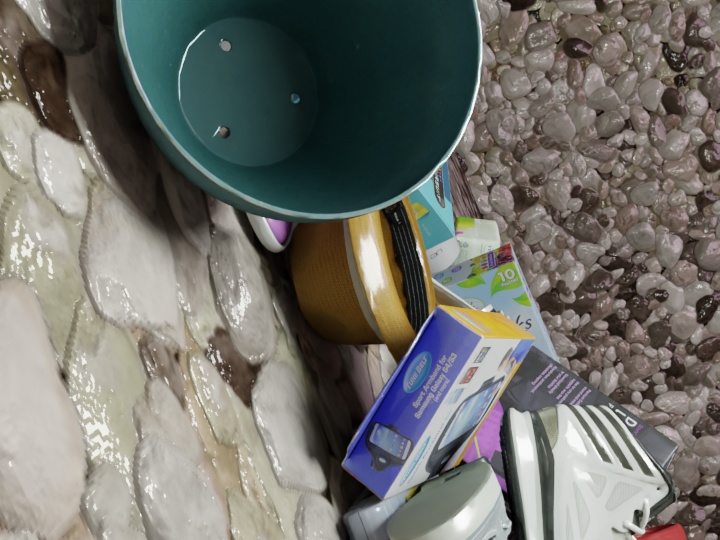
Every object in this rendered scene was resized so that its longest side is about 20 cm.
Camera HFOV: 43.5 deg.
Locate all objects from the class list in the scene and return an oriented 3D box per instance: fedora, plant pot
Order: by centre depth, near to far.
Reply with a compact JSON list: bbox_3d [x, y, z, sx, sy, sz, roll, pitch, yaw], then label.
[{"bbox_3d":[-0.048,-0.121,0.517,0.204,0.197,0.134,67,-23,-4],"label":"plant pot"},{"bbox_3d":[0.000,0.000,0.668,0.200,0.080,0.205,-16,91,-76],"label":"fedora"}]

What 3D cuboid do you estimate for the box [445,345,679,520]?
[{"bbox_3d":[0.143,0.137,0.747,0.199,0.142,0.037,35,-39,24],"label":"box"}]

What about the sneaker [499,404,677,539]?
[{"bbox_3d":[0.162,0.189,0.605,0.076,0.113,0.205,62,21,-83],"label":"sneaker"}]

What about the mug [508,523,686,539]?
[{"bbox_3d":[0.198,0.254,0.806,0.133,0.177,0.200,45,-7,16],"label":"mug"}]

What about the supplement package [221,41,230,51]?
[{"bbox_3d":[-0.111,-0.242,0.559,0.200,0.108,0.116,40,30,-66],"label":"supplement package"}]

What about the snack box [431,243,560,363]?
[{"bbox_3d":[0.134,0.090,0.974,0.053,0.140,0.203,-82,148,-65],"label":"snack box"}]

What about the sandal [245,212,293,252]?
[{"bbox_3d":[-0.056,-0.088,0.673,0.204,0.049,0.083,-90,155,-59],"label":"sandal"}]

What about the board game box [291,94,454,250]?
[{"bbox_3d":[0.015,-0.136,0.837,0.200,0.046,0.153,48,28,-35],"label":"board game box"}]

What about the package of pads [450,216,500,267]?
[{"bbox_3d":[0.146,0.021,1.192,0.200,0.067,0.158,-53,149,-76],"label":"package of pads"}]

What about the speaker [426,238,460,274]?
[{"bbox_3d":[0.043,-0.089,1.034,0.082,0.080,0.202,-90,156,-60],"label":"speaker"}]

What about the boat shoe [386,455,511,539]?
[{"bbox_3d":[0.069,0.167,0.570,0.073,0.069,0.201,65,9,9],"label":"boat shoe"}]

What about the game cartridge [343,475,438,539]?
[{"bbox_3d":[0.044,0.206,0.638,0.200,0.040,0.136,-8,80,-77],"label":"game cartridge"}]

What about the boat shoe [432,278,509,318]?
[{"bbox_3d":[0.115,0.068,0.866,0.199,0.071,0.070,36,31,22],"label":"boat shoe"}]

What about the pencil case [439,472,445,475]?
[{"bbox_3d":[0.105,0.159,0.869,0.201,0.088,0.085,-87,175,-61],"label":"pencil case"}]

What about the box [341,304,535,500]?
[{"bbox_3d":[0.057,0.086,0.615,0.041,0.120,0.199,33,8,18],"label":"box"}]
